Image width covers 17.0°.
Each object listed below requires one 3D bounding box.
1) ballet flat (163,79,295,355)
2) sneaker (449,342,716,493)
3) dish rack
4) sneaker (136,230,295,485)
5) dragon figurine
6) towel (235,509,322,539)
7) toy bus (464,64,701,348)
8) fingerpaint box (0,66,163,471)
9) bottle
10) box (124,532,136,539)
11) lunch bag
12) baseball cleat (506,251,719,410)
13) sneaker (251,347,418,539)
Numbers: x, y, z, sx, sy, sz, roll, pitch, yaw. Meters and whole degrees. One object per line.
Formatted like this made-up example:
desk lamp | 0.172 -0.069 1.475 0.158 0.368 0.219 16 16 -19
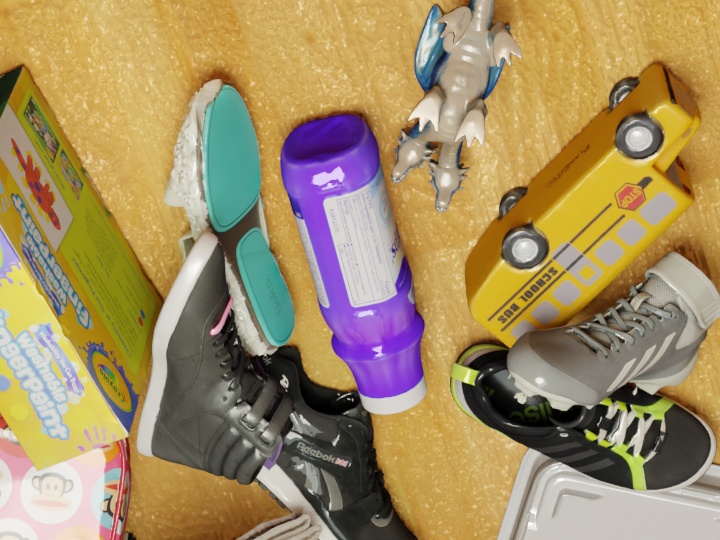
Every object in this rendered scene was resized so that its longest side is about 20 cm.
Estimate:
ballet flat | -0.097 -0.030 1.598 0.071 0.072 0.201 -9 116 6
sneaker | 0.151 0.106 1.640 0.199 0.083 0.072 17 90 -7
dish rack | 0.198 0.212 1.731 0.199 0.044 0.172 12 118 -5
sneaker | -0.084 0.061 1.575 0.099 0.071 0.201 21 133 8
dragon figurine | 0.066 -0.134 1.540 0.059 0.099 0.201 16 98 -6
towel | -0.121 0.224 1.658 0.200 0.132 0.035 -39 76 45
toy bus | 0.150 -0.039 1.586 0.078 0.065 0.200 38 112 -18
fingerpaint box | -0.213 -0.002 1.552 0.073 0.167 0.200 -21 116 15
bottle | 0.000 0.000 1.598 0.065 0.084 0.201 -12 116 7
box | -0.274 0.273 1.765 0.197 0.050 0.201 8 116 -2
lunch bag | -0.261 0.177 1.662 0.199 0.082 0.177 9 90 -4
baseball cleat | 0.169 0.034 1.578 0.070 0.200 0.107 38 113 26
sneaker | -0.013 0.136 1.678 0.088 0.076 0.200 -42 109 15
